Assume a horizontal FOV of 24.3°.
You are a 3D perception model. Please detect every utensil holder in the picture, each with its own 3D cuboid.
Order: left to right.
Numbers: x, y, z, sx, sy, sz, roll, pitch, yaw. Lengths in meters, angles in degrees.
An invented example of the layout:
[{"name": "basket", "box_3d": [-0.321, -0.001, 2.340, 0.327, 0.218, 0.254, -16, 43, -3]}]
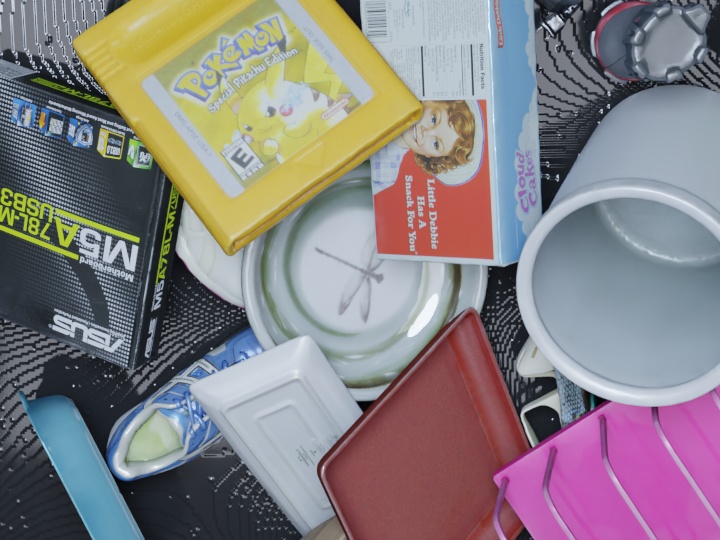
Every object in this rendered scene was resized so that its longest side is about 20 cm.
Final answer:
[{"name": "utensil holder", "box_3d": [0.220, -0.026, 1.218, 0.169, 0.200, 0.171, 10, 121, 17]}]

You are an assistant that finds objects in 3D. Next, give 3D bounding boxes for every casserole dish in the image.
[{"name": "casserole dish", "box_3d": [-0.214, 0.178, 1.340, 0.039, 0.121, 0.201, -28, 98, -11]}]

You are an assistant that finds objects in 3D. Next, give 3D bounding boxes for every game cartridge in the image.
[{"name": "game cartridge", "box_3d": [-0.082, -0.137, 1.201, 0.176, 0.032, 0.200, -36, 75, -10]}]

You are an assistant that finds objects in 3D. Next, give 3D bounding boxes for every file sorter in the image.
[{"name": "file sorter", "box_3d": [0.214, 0.175, 1.245, 0.199, 0.125, 0.139, -34, 94, 14]}]

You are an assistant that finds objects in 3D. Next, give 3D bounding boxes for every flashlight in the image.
[{"name": "flashlight", "box_3d": [0.207, -0.165, 1.218, 0.067, 0.200, 0.068, 0, 101, 3]}]

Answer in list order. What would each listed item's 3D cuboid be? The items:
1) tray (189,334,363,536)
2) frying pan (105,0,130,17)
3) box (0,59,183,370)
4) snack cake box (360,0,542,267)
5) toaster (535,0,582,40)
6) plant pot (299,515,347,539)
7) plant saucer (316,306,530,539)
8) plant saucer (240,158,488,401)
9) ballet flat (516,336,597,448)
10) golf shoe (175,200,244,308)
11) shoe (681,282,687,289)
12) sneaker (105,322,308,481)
[{"name": "tray", "box_3d": [-0.042, 0.141, 1.320, 0.107, 0.022, 0.201, -24, 127, 11]}, {"name": "frying pan", "box_3d": [-0.105, -0.203, 1.306, 0.188, 0.031, 0.116, -13, 108, -3]}, {"name": "box", "box_3d": [-0.234, -0.046, 1.287, 0.199, 0.047, 0.195, 20, 111, 18]}, {"name": "snack cake box", "box_3d": [0.068, -0.108, 1.225, 0.114, 0.067, 0.202, 3, 101, 35]}, {"name": "toaster", "box_3d": [0.149, -0.285, 1.240, 0.129, 0.114, 0.201, 37, 91, 0]}, {"name": "plant pot", "box_3d": [-0.013, 0.274, 1.336, 0.092, 0.200, 0.203, 10, 103, 41]}, {"name": "plant saucer", "box_3d": [0.051, 0.162, 1.291, 0.037, 0.200, 0.201, 8, 131, 42]}, {"name": "plant saucer", "box_3d": [0.000, 0.000, 1.317, 0.198, 0.050, 0.202, -2, 99, -15]}, {"name": "ballet flat", "box_3d": [0.158, 0.094, 1.333, 0.074, 0.074, 0.202, -9, 98, 4]}, {"name": "golf shoe", "box_3d": [-0.110, -0.057, 1.292, 0.091, 0.075, 0.201, -15, 115, 42]}, {"name": "shoe", "box_3d": [0.247, 0.110, 1.334, 0.090, 0.071, 0.201, 26, 95, -1]}, {"name": "sneaker", "box_3d": [-0.120, 0.109, 1.341, 0.200, 0.077, 0.076, -38, 95, 6]}]
